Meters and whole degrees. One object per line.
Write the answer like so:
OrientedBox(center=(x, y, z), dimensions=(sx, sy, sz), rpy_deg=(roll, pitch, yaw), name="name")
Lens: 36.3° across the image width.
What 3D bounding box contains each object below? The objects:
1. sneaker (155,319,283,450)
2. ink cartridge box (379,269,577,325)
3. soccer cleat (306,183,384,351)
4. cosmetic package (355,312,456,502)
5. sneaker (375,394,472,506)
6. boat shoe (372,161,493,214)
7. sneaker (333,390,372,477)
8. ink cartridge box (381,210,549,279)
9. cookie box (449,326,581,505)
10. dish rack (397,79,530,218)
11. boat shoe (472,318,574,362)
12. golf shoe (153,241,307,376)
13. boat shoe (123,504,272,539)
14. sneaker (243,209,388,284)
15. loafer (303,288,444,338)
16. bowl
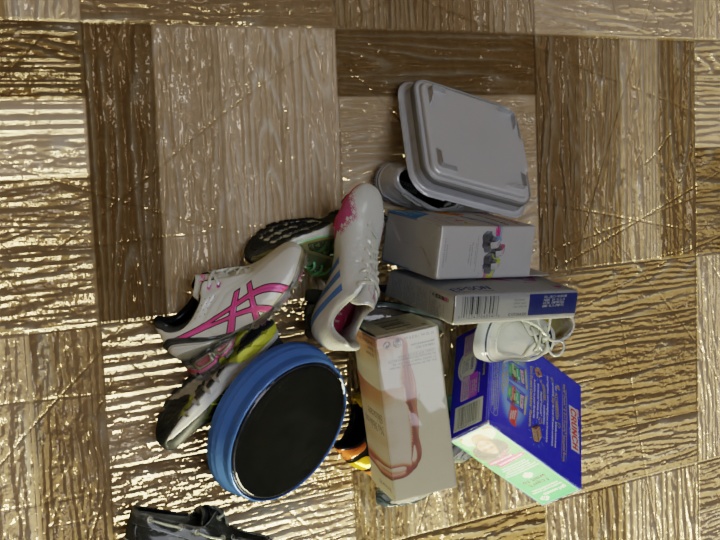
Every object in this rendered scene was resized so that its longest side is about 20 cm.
OrientedBox(center=(-0.155, 0.148, 1.303), dimensions=(0.200, 0.074, 0.085), rpy_deg=(-44, 114, -21), name="sneaker")
OrientedBox(center=(0.141, 0.022, 1.400), dimensions=(0.193, 0.199, 0.044), rpy_deg=(-2, 105, -31), name="ink cartridge box")
OrientedBox(center=(0.000, 0.000, 1.307), dimensions=(0.069, 0.086, 0.204), rpy_deg=(14, 94, -40), name="soccer cleat")
OrientedBox(center=(0.053, 0.164, 1.343), dimensions=(0.086, 0.103, 0.204), rpy_deg=(-11, 98, -16), name="cosmetic package")
OrientedBox(center=(0.083, 0.237, 1.464), dimensions=(0.199, 0.077, 0.087), rpy_deg=(-35, 104, -34), name="sneaker")
OrientedBox(center=(0.111, -0.099, 1.453), dimensions=(0.197, 0.065, 0.075), rpy_deg=(6, 90, -32), name="boat shoe")
OrientedBox(center=(0.035, 0.164, 1.422), dimensions=(0.089, 0.070, 0.203), rpy_deg=(31, 80, -32), name="sneaker")
OrientedBox(center=(0.140, -0.034, 1.393), dimensions=(0.197, 0.114, 0.069), rpy_deg=(-1, 103, -36), name="ink cartridge box")
OrientedBox(center=(0.215, 0.194, 1.491), dimensions=(0.199, 0.075, 0.173), rpy_deg=(36, 43, -28), name="cookie box")
OrientedBox(center=(0.145, -0.167, 1.441), dimensions=(0.197, 0.043, 0.175), rpy_deg=(12, 59, -33), name="dish rack")
OrientedBox(center=(0.226, 0.084, 1.432), dimensions=(0.200, 0.085, 0.076), rpy_deg=(-6, 104, -54), name="boat shoe")
OrientedBox(center=(-0.149, 0.030, 1.271), dimensions=(0.199, 0.073, 0.092), rpy_deg=(-42, 113, 1), name="golf shoe")
OrientedBox(center=(-0.182, 0.314, 1.301), dimensions=(0.197, 0.070, 0.065), rpy_deg=(12, 89, -30), name="boat shoe")
OrientedBox(center=(-0.050, -0.019, 1.361), dimensions=(0.197, 0.077, 0.090), rpy_deg=(-12, 108, -28), name="sneaker")
OrientedBox(center=(0.016, 0.068, 1.407), dimensions=(0.196, 0.072, 0.064), rpy_deg=(11, 87, -22), name="loafer")
OrientedBox(center=(-0.095, 0.186, 1.316), dimensions=(0.199, 0.039, 0.204), rpy_deg=(-27, 130, -36), name="bowl")
